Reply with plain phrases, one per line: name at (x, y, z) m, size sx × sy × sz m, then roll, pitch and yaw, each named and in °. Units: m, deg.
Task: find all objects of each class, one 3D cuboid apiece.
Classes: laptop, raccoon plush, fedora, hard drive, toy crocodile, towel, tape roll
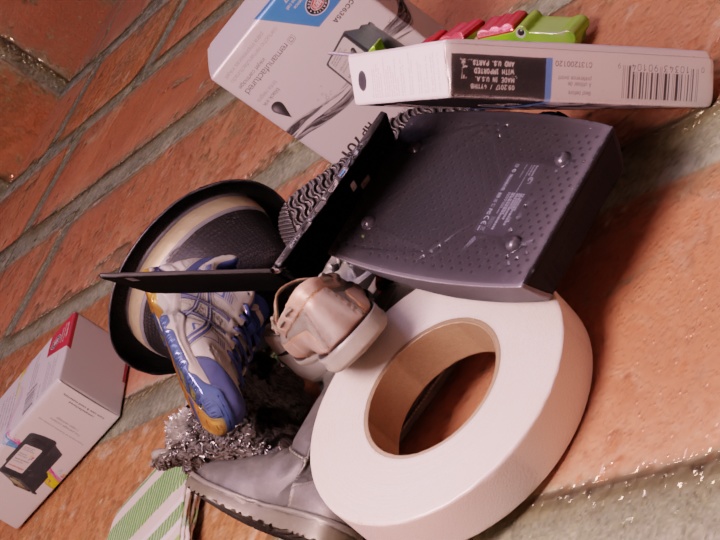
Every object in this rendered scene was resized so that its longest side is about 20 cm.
laptop at (-0.070, -0.043, 1.184) m, size 0.200 × 0.103 × 0.177 m, roll -55°, pitch -6°, yaw -1°
raccoon plush at (-0.111, 0.150, 1.330) m, size 0.134 × 0.097 × 0.200 m, roll -56°, pitch 18°, yaw 20°
fedora at (-0.119, 0.023, 1.432) m, size 0.092 × 0.201 × 0.201 m, roll 39°, pitch 95°, yaw 39°
hard drive at (0.076, -0.041, 1.088) m, size 0.200 × 0.042 × 0.135 m, roll 10°, pitch 64°, yaw 52°
toy crocodile at (0.094, -0.180, 1.355) m, size 0.200 × 0.062 × 0.068 m, roll -8°, pitch 25°, yaw 39°
towel at (-0.185, 0.244, 1.441) m, size 0.153 × 0.023 × 0.200 m, roll -47°, pitch 23°, yaw 24°
tape roll at (0.055, 0.083, 1.052) m, size 0.203 × 0.037 × 0.203 m, roll -30°, pitch 35°, yaw 24°

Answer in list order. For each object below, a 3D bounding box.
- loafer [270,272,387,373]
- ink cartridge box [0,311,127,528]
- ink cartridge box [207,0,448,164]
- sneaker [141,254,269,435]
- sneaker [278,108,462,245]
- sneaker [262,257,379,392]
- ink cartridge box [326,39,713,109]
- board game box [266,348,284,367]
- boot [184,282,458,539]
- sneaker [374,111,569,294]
loafer at (-0.030, 0.025, 1.151) m, size 0.072 × 0.063 × 0.200 m, roll -47°, pitch 9°, yaw -6°
ink cartridge box at (-0.353, 0.168, 1.856) m, size 0.200 × 0.083 × 0.146 m, roll -47°, pitch 22°, yaw 22°
ink cartridge box at (-0.012, -0.182, 1.459) m, size 0.146 × 0.200 × 0.086 m, roll -49°, pitch 22°, yaw 18°
sneaker at (-0.109, 0.045, 1.279) m, size 0.088 × 0.075 × 0.200 m, roll -17°, pitch 38°, yaw -9°
sneaker at (0.029, -0.072, 1.381) m, size 0.200 × 0.070 × 0.090 m, roll -31°, pitch -19°, yaw 10°
sneaker at (0.000, 0.000, 1.311) m, size 0.200 × 0.088 × 0.074 m, roll -52°, pitch 18°, yaw 4°
ink cartridge box at (0.102, -0.132, 1.130) m, size 0.200 × 0.198 × 0.043 m, roll -166°, pitch 76°, yaw -66°
board game box at (-0.072, 0.057, 1.476) m, size 0.200 × 0.023 × 0.105 m, roll -54°, pitch 19°, yaw 5°
boot at (-0.021, 0.098, 1.191) m, size 0.182 × 0.073 × 0.200 m, roll 11°, pitch 72°, yaw 40°
sneaker at (0.078, -0.057, 1.213) m, size 0.200 × 0.075 × 0.079 m, roll -39°, pitch 40°, yaw 30°
